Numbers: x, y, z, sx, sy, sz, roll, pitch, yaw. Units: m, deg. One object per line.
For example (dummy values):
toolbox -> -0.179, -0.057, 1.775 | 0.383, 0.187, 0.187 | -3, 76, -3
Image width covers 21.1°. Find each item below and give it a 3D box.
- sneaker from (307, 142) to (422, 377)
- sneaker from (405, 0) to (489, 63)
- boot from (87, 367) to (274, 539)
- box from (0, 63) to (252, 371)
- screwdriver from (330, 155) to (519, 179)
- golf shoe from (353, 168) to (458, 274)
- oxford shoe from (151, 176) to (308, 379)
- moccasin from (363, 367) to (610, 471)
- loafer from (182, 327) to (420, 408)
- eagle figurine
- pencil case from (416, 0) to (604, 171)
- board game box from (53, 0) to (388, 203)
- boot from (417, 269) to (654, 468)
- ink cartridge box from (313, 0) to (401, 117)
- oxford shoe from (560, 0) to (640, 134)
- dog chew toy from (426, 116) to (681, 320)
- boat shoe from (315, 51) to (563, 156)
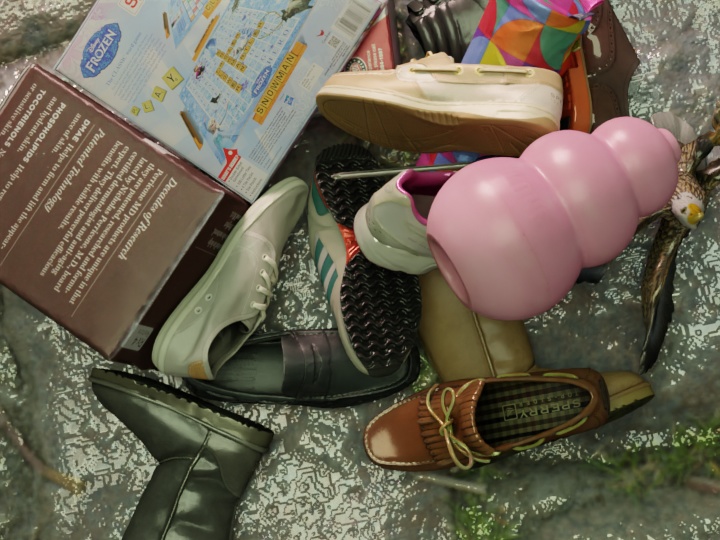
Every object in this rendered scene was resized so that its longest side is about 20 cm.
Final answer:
sneaker -> 0.000, 0.000, 1.608 | 0.070, 0.093, 0.200 | -10, 72, -13
sneaker -> 0.083, -0.252, 1.645 | 0.099, 0.071, 0.200 | -8, 85, 2
boot -> -0.180, 0.198, 1.624 | 0.182, 0.073, 0.200 | 23, 92, 13
box -> -0.215, -0.039, 1.604 | 0.200, 0.166, 0.164 | 33, 90, 11
screwdriver -> 0.076, -0.082, 1.555 | 0.200, 0.029, 0.028 | -8, 62, 1
golf shoe -> 0.099, -0.036, 1.545 | 0.200, 0.092, 0.075 | 4, 57, -17
oxford shoe -> -0.094, 0.011, 1.586 | 0.058, 0.075, 0.200 | 27, 69, 20
moccasin -> 0.096, 0.120, 1.531 | 0.201, 0.078, 0.074 | -7, 83, 19
loafer -> -0.051, 0.083, 1.613 | 0.201, 0.070, 0.068 | -3, 88, 8
eagle figurine -> 0.241, -0.040, 1.554 | 0.200, 0.151, 0.152 | -46, 69, 6
pencil case -> 0.120, -0.147, 1.583 | 0.088, 0.088, 0.200 | 33, 114, 11
board game box -> -0.114, -0.192, 1.579 | 0.200, 0.041, 0.200 | 35, 102, -1
boot -> 0.129, 0.044, 1.599 | 0.175, 0.066, 0.200 | -19, 78, 4
ink cartridge box -> -0.070, -0.199, 1.638 | 0.200, 0.083, 0.146 | -7, 97, 7
oxford shoe -> 0.194, -0.194, 1.635 | 0.073, 0.071, 0.200 | 4, 78, -20
dog chew toy -> 0.152, -0.048, 1.455 | 0.200, 0.125, 0.125 | -30, 79, -7
boat shoe -> 0.065, -0.137, 1.530 | 0.200, 0.074, 0.069 | 9, 63, 17
